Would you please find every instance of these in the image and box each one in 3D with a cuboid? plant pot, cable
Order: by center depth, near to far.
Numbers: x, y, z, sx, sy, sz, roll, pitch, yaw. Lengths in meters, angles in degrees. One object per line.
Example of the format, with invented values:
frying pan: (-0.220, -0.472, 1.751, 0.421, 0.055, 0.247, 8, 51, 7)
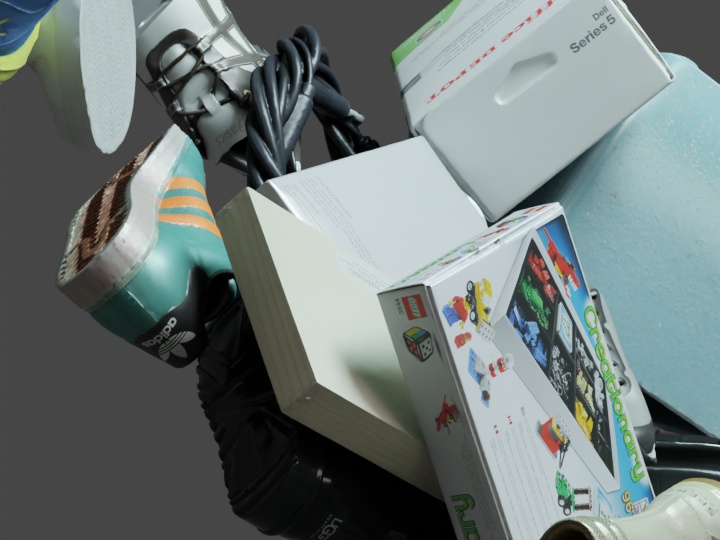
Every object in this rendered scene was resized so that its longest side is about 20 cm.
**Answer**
cable: (-0.024, -0.062, 1.657, 0.200, 0.050, 0.164, -56, 132, -65)
plant pot: (0.174, -0.030, 1.745, 0.195, 0.201, 0.196, 34, -7, -21)

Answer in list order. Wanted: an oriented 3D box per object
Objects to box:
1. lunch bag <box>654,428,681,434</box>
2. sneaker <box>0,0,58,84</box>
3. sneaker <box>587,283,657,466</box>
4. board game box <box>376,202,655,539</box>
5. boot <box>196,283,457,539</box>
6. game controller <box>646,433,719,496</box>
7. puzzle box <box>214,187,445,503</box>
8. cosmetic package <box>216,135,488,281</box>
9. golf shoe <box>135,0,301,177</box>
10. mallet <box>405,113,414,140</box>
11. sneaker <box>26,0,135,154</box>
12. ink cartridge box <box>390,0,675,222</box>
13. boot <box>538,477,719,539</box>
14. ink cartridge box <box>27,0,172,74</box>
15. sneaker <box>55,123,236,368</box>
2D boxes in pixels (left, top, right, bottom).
lunch bag: (0.277, 0.199, 1.726, 0.170, 0.126, 0.201, -85, 154, -72)
sneaker: (-0.221, -0.164, 1.380, 0.076, 0.105, 0.200, 51, 15, 24)
sneaker: (0.110, 0.050, 1.463, 0.073, 0.080, 0.200, -4, 25, -10)
board game box: (0.085, 0.082, 1.315, 0.126, 0.034, 0.201, -28, 103, -50)
boot: (0.002, 0.097, 1.359, 0.162, 0.073, 0.199, 34, 25, -30)
game controller: (0.119, 0.122, 1.460, 0.198, 0.042, 0.105, 2, 36, 4)
puzzle box: (0.015, 0.051, 1.334, 0.200, 0.025, 0.134, 33, 26, -42)
cosmetic package: (0.000, 0.000, 1.511, 0.113, 0.081, 0.200, 55, 26, 10)
golf shoe: (-0.098, -0.124, 1.671, 0.200, 0.078, 0.095, 37, 20, -39)
mallet: (0.052, -0.058, 1.718, 0.200, 0.065, 0.041, -79, 159, -60)
sneaker: (-0.195, -0.160, 1.507, 0.074, 0.115, 0.202, -22, 104, -69)
ink cartridge box: (0.102, -0.127, 1.678, 0.084, 0.145, 0.200, 49, 9, -15)
boot: (0.120, 0.203, 1.256, 0.072, 0.202, 0.154, 11, 9, 32)
ink cartridge box: (-0.188, -0.228, 1.568, 0.200, 0.146, 0.086, 46, 16, 3)
sneaker: (-0.103, -0.009, 1.377, 0.080, 0.071, 0.200, 46, 19, -14)
